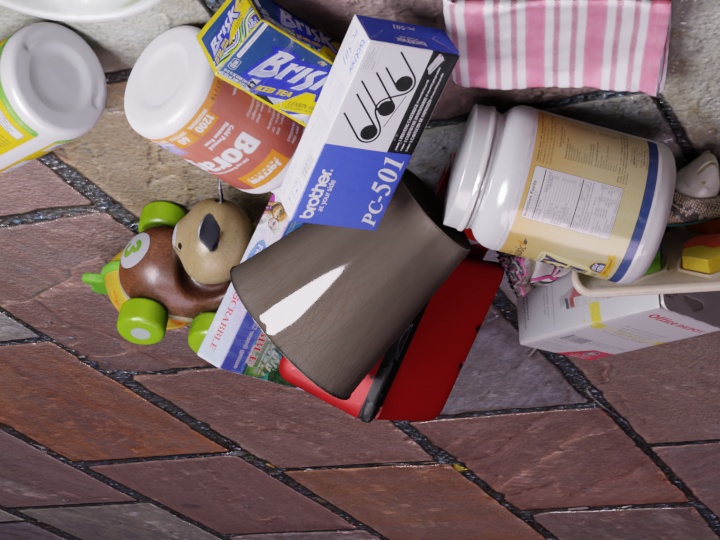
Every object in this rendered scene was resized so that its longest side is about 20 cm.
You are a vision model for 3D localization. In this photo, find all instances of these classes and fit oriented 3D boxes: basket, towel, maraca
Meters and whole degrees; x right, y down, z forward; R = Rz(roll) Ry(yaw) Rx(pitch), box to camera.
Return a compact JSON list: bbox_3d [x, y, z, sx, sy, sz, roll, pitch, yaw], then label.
[{"bbox_3d":[0.000,0.000,1.634,0.200,0.136,0.180,-42,97,14],"label":"basket"},{"bbox_3d":[0.174,-0.202,1.446,0.199,0.030,0.146,1,156,8],"label":"towel"},{"bbox_3d":[-0.251,0.019,1.948,0.137,0.107,0.200,28,157,-33],"label":"maraca"}]

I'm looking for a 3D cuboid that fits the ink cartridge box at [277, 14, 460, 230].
[{"bbox_3d":[0.005,-0.129,1.465,0.094,0.044,0.200,5,128,-29],"label":"ink cartridge box"}]

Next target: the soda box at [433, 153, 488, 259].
[{"bbox_3d":[0.109,-0.053,1.764,0.070,0.064,0.200,8,157,-7],"label":"soda box"}]

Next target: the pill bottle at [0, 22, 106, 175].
[{"bbox_3d":[-0.342,-0.153,1.551,0.111,0.111,0.200,24,150,-38],"label":"pill bottle"}]

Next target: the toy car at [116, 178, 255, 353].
[{"bbox_3d":[-0.179,-0.030,1.763,0.157,0.165,0.200,11,145,-6],"label":"toy car"}]

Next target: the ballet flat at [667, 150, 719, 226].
[{"bbox_3d":[0.382,-0.090,1.645,0.199,0.068,0.075,-3,135,3],"label":"ballet flat"}]

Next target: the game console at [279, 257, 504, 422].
[{"bbox_3d":[0.033,0.054,1.762,0.172,0.200,0.119,26,-165,11],"label":"game console"}]

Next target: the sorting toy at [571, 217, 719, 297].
[{"bbox_3d":[0.326,-0.030,1.678,0.199,0.185,0.037,1,118,14],"label":"sorting toy"}]

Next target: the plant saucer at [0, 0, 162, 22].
[{"bbox_3d":[-0.246,-0.275,1.327,0.199,0.050,0.200,4,158,2],"label":"plant saucer"}]

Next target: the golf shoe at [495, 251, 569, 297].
[{"bbox_3d":[0.198,-0.025,1.791,0.092,0.073,0.200,-24,172,3],"label":"golf shoe"}]

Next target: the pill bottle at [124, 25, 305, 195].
[{"bbox_3d":[-0.116,-0.141,1.538,0.112,0.113,0.200,-15,150,38],"label":"pill bottle"}]

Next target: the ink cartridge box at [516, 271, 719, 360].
[{"bbox_3d":[0.304,0.039,1.899,0.200,0.084,0.145,-16,158,40],"label":"ink cartridge box"}]

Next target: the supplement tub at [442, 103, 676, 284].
[{"bbox_3d":[0.190,-0.077,1.573,0.199,0.145,0.144,15,156,-3],"label":"supplement tub"}]

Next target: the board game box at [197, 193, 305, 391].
[{"bbox_3d":[-0.065,0.029,1.794,0.041,0.200,0.199,28,-175,36],"label":"board game box"}]

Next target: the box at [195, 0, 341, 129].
[{"bbox_3d":[-0.049,-0.177,1.472,0.200,0.064,0.070,26,115,-42],"label":"box"}]
